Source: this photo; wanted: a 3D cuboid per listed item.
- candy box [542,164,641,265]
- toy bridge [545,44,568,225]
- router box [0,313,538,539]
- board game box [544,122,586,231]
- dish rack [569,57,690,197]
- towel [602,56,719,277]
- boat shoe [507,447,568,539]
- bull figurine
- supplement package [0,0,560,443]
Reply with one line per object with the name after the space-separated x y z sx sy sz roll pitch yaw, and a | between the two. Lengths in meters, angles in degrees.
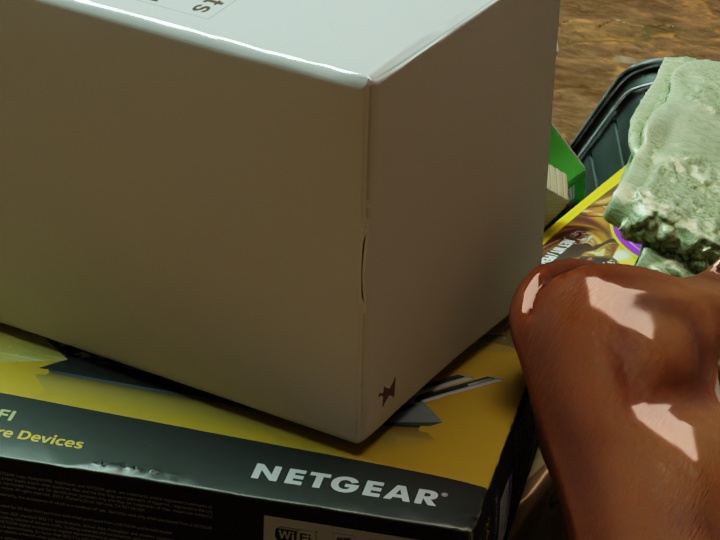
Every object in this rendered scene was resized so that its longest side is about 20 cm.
0.121 0.000 1.020 0.102 0.026 0.200 17 28 22 | candy box
0.044 -0.096 1.068 0.067 0.027 0.200 29 37 -24 | toy bridge
-0.047 0.045 0.859 0.200 0.052 0.157 8 29 10 | router box
0.023 -0.093 1.177 0.040 0.200 0.153 -36 -11 -2 | board game box
0.198 -0.040 1.264 0.200 0.055 0.153 1 -21 -13 | dish rack
0.185 -0.006 0.988 0.200 0.036 0.148 27 34 -2 | towel
0.008 0.097 0.893 0.072 0.072 0.200 19 39 32 | boat shoe
0.106 0.087 0.810 0.121 0.200 0.065 -7 -13 -23 | bull figurine
-0.053 -0.049 0.849 0.200 0.121 0.120 18 32 26 | supplement package
